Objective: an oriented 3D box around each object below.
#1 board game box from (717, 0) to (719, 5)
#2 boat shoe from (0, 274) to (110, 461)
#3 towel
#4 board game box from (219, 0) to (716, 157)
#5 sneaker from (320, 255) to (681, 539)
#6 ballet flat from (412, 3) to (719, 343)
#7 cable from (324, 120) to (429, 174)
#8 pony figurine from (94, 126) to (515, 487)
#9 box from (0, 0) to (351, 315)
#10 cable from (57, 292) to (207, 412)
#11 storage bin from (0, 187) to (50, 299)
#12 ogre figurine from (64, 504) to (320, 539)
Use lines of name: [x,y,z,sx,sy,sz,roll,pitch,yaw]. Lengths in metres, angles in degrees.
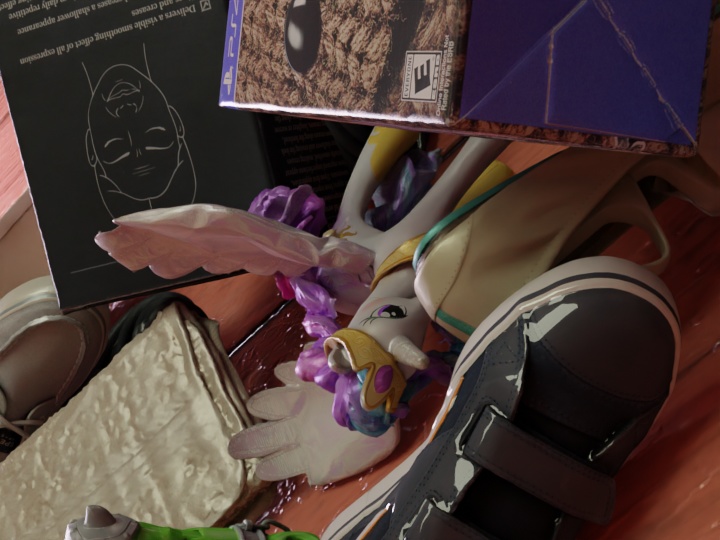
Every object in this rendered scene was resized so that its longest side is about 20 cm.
board game box: [0.095,-0.184,0.694,0.134,0.200,0.034,-40,-7,13]
boat shoe: [-0.209,0.085,0.946,0.201,0.070,0.072,-47,30,32]
towel: [-0.133,0.122,0.858,0.200,0.034,0.133,-41,53,16]
board game box: [0.035,-0.130,0.585,0.200,0.097,0.160,15,99,63]
sneaker: [0.050,0.087,0.586,0.200,0.078,0.079,-55,17,30]
ballet flat: [0.110,-0.033,0.631,0.200,0.070,0.069,-38,20,-16]
cable: [0.002,-0.138,0.847,0.051,0.200,0.163,-9,9,13]
pony figurine: [0.000,0.000,0.731,0.193,0.167,0.200,-13,32,46]
box: [-0.102,-0.093,0.878,0.148,0.200,0.107,-12,3,24]
cable: [-0.149,0.089,0.979,0.200,0.051,0.163,-47,20,24]
storage bin: [-0.246,0.035,1.110,0.199,0.094,0.200,-44,12,33]
ogre figurine: [-0.109,0.183,0.704,0.200,0.120,0.098,-46,26,18]
